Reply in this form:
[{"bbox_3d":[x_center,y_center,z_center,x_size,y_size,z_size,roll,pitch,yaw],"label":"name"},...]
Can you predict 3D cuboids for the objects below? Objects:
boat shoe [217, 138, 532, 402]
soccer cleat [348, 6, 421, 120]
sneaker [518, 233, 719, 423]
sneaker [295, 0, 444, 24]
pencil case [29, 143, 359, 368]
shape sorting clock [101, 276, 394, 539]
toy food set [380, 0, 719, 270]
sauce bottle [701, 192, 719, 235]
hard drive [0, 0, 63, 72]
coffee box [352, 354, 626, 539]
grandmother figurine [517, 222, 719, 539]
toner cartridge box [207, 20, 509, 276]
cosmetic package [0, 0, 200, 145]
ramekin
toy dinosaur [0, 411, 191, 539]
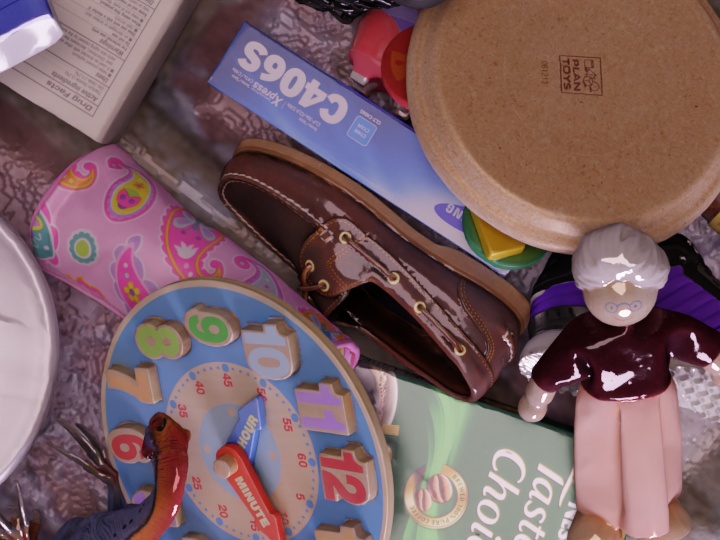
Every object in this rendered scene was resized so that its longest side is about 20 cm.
[{"bbox_3d":[0.000,0.000,1.663,0.199,0.070,0.070,31,65,7],"label":"boat shoe"},{"bbox_3d":[0.086,-0.095,1.674,0.199,0.067,0.077,30,88,5],"label":"soccer cleat"},{"bbox_3d":[0.192,0.028,1.666,0.199,0.070,0.100,12,63,-11],"label":"sneaker"},{"bbox_3d":[0.006,-0.167,1.618,0.075,0.200,0.079,29,101,-18],"label":"sneaker"},{"bbox_3d":[-0.096,0.017,1.654,0.200,0.087,0.088,40,93,15],"label":"pencil case"},{"bbox_3d":[-0.065,0.100,1.594,0.199,0.039,0.201,14,116,29],"label":"shape sorting clock"},{"bbox_3d":[0.114,-0.100,1.612,0.197,0.049,0.201,-13,74,-15],"label":"toy food set"},{"bbox_3d":[0.223,-0.046,1.664,0.200,0.066,0.066,42,93,2],"label":"sauce bottle"},{"bbox_3d":[-0.252,-0.170,1.646,0.131,0.025,0.200,-28,49,3],"label":"hard drive"},{"bbox_3d":[0.057,0.131,1.687,0.199,0.044,0.124,20,91,2],"label":"coffee box"},{"bbox_3d":[0.146,0.060,1.586,0.121,0.061,0.201,-15,125,-9],"label":"grandmother figurine"},{"bbox_3d":[0.010,-0.068,1.662,0.199,0.095,0.043,33,93,3],"label":"toner cartridge box"},{"bbox_3d":[-0.137,-0.182,1.678,0.103,0.073,0.201,32,93,3],"label":"cosmetic package"},{"bbox_3d":[-0.265,0.045,1.679,0.201,0.094,0.204,0,91,4],"label":"ramekin"},{"bbox_3d":[-0.136,0.149,1.635,0.181,0.105,0.200,-16,130,40],"label":"toy dinosaur"}]
